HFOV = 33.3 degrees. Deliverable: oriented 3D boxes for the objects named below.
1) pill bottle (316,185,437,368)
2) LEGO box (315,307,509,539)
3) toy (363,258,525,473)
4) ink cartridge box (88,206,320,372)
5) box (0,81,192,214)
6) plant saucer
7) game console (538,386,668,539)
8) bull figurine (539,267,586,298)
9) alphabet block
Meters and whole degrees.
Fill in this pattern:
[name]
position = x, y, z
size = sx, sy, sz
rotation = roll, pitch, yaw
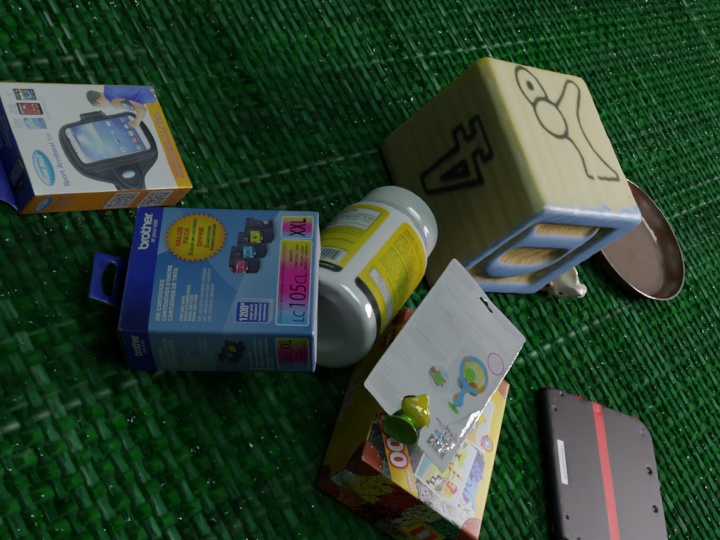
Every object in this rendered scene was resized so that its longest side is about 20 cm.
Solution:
[pill bottle]
position = 0.000, 0.000, 1.234
size = 0.114, 0.114, 0.200
rotation = 48, 41, -7
[LEGO box]
position = 0.057, 0.163, 1.202
size = 0.149, 0.077, 0.200
rotation = 37, 43, -18
[toy]
position = 0.076, 0.093, 1.172
size = 0.115, 0.047, 0.200
rotation = 48, 44, -11
[ink cartridge box]
position = -0.137, 0.017, 1.076
size = 0.199, 0.076, 0.137
rotation = 0, 55, 1
[box]
position = -0.263, -0.116, 1.126
size = 0.200, 0.041, 0.119
rotation = -7, 68, -48
[plant saucer]
position = 0.374, -0.043, 1.678
size = 0.200, 0.032, 0.201
rotation = 24, 48, -29
[game console]
position = 0.280, 0.244, 1.397
size = 0.176, 0.031, 0.201
rotation = 20, 50, -27
[bull figurine]
position = 0.257, -0.063, 1.525
size = 0.065, 0.121, 0.201
rotation = 12, 49, -27
[alphabet block]
position = 0.173, -0.104, 1.407
size = 0.195, 0.196, 0.201
rotation = 4, 60, -43
